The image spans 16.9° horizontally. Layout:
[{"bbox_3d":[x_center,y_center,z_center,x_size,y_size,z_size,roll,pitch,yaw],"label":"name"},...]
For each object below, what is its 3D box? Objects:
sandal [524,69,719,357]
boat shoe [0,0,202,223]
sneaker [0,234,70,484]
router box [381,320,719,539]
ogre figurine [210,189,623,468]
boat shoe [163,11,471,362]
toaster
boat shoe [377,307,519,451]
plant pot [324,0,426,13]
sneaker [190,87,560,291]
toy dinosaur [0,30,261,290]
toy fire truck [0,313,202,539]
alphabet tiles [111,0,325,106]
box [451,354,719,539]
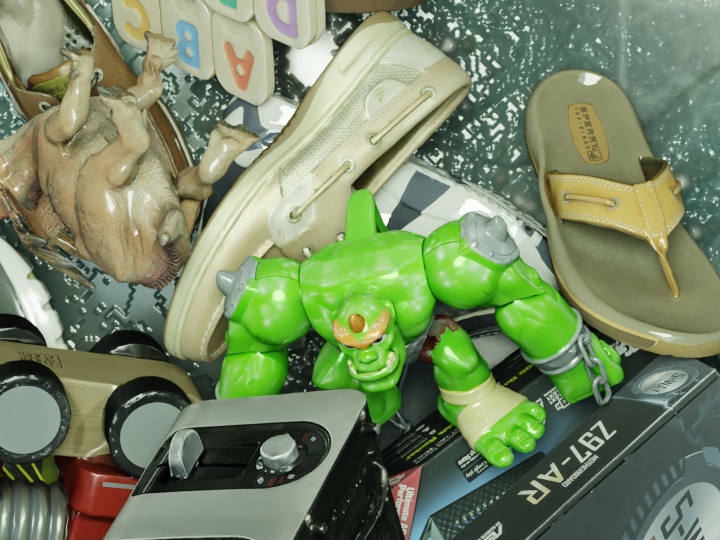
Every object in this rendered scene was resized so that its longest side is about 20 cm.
[{"bbox_3d":[0.130,-0.038,1.205,0.080,0.200,0.054,-5,139,-13],"label":"sandal"},{"bbox_3d":[-0.154,-0.097,1.264,0.072,0.068,0.200,-35,93,3],"label":"boat shoe"},{"bbox_3d":[-0.190,0.073,1.266,0.084,0.074,0.201,-19,94,-17],"label":"sneaker"},{"bbox_3d":[0.109,0.117,1.232,0.200,0.062,0.150,-36,104,-12],"label":"router box"},{"bbox_3d":[0.012,0.033,1.153,0.199,0.098,0.120,2,133,28],"label":"ogre figurine"},{"bbox_3d":[-0.022,-0.031,1.191,0.065,0.072,0.200,35,85,11],"label":"boat shoe"},{"bbox_3d":[-0.047,0.178,1.107,0.118,0.181,0.201,0,126,24],"label":"toaster"},{"bbox_3d":[0.016,0.084,1.274,0.199,0.062,0.075,-27,91,3],"label":"boat shoe"},{"bbox_3d":[-0.007,-0.236,1.206,0.186,0.187,0.201,4,109,3],"label":"plant pot"},{"bbox_3d":[0.000,0.000,1.260,0.199,0.079,0.130,25,97,1],"label":"sneaker"},{"bbox_3d":[-0.123,-0.034,1.179,0.086,0.200,0.136,5,117,-37],"label":"toy dinosaur"},{"bbox_3d":[-0.176,0.136,1.192,0.175,0.129,0.201,8,105,-18],"label":"toy fire truck"},{"bbox_3d":[-0.093,-0.184,1.206,0.200,0.015,0.196,27,134,36],"label":"alphabet tiles"},{"bbox_3d":[0.150,0.163,1.187,0.160,0.044,0.200,-40,118,-11],"label":"box"}]
